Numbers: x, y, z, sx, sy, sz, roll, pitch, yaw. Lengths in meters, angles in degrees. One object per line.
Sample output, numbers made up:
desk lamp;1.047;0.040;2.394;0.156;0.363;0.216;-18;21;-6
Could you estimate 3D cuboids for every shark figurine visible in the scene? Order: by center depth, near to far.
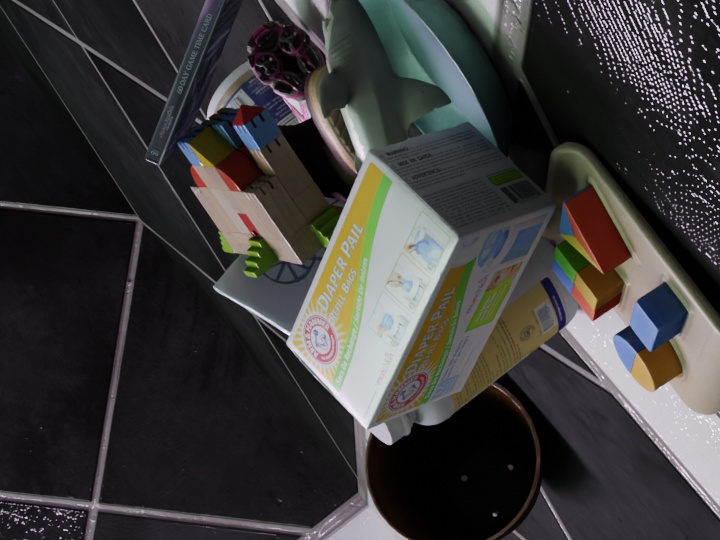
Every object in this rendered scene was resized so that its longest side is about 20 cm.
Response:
shark figurine;0.034;-0.106;1.516;0.128;0.089;0.215;-76;-33;-60

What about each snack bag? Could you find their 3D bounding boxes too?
snack bag;0.000;0.000;1.794;0.200;0.189;0.021;31;153;17

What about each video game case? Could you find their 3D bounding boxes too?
video game case;-0.130;-0.197;1.706;0.019;0.200;0.143;24;-163;-1

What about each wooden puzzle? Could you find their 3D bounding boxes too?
wooden puzzle;0.198;0.017;1.461;0.200;0.046;0.185;50;168;17

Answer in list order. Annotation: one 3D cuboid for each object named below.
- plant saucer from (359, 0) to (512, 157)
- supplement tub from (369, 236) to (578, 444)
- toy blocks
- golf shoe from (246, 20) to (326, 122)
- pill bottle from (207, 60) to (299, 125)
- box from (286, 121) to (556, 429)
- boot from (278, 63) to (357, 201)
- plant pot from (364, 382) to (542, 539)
plant saucer;0.058;-0.159;1.527;0.200;0.036;0.200;50;168;14
supplement tub;0.066;0.038;1.669;0.145;0.200;0.145;51;169;14
toy blocks;-0.098;-0.079;1.704;0.137;0.100;0.200;56;161;-18
golf shoe;-0.021;-0.147;1.827;0.200;0.073;0.092;52;-173;7
pill bottle;-0.051;-0.110;1.931;0.200;0.111;0.111;48;168;27
box;0.042;0.006;1.483;0.101;0.112;0.200;45;132;26
boot;-0.035;-0.109;1.685;0.166;0.072;0.200;8;154;40
plant pot;0.121;0.220;2.145;0.187;0.187;0.200;49;-177;21
